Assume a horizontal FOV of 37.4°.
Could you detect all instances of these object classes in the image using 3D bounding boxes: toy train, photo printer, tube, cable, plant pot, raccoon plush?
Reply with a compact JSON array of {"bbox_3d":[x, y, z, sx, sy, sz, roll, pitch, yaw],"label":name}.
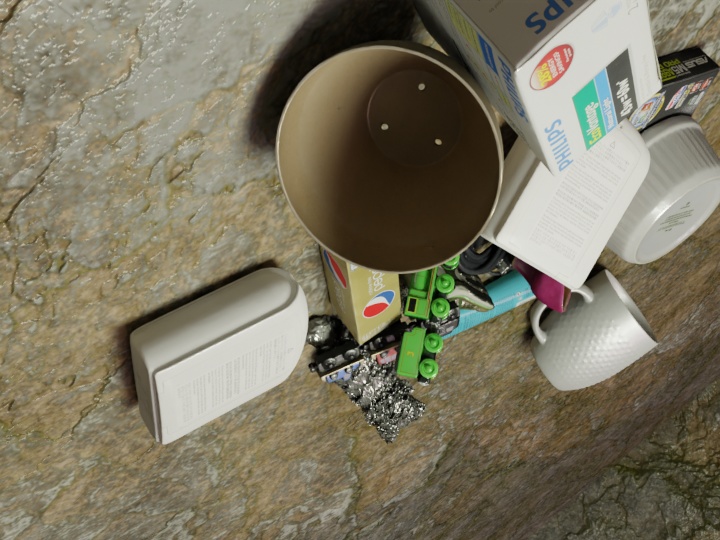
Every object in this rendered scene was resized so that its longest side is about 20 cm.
[{"bbox_3d":[0.080,0.033,1.251,0.042,0.055,0.204,66,34,-80],"label":"toy train"},{"bbox_3d":[0.031,0.088,1.283,0.197,0.034,0.046,-21,128,-11],"label":"toy train"},{"bbox_3d":[-0.145,0.087,1.143,0.198,0.070,0.168,-27,151,-23],"label":"photo printer"},{"bbox_3d":[0.173,0.051,1.515,0.198,0.051,0.078,-26,147,-13],"label":"tube"},{"bbox_3d":[0.195,-0.079,1.343,0.201,0.051,0.162,-49,144,13],"label":"cable"},{"bbox_3d":[0.038,-0.118,0.955,0.201,0.199,0.135,-54,-177,29],"label":"plant pot"},{"bbox_3d":[-0.002,0.145,1.338,0.097,0.135,0.199,-45,153,18],"label":"raccoon plush"},{"bbox_3d":[0.238,-0.099,1.228,0.165,0.069,0.202,25,97,-34],"label":"photo printer"}]

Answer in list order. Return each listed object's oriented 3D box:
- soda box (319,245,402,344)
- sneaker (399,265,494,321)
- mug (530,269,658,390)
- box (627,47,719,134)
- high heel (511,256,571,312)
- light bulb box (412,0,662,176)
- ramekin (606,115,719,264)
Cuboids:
[{"bbox_3d":[0.000,0.000,1.190,0.063,0.068,0.201,-31,152,-14],"label":"soda box"},{"bbox_3d":[0.098,0.030,1.372,0.088,0.078,0.199,-39,149,26],"label":"sneaker"},{"bbox_3d":[0.356,0.094,1.724,0.175,0.149,0.200,-38,124,16],"label":"mug"},{"bbox_3d":[0.358,-0.183,1.376,0.158,0.044,0.201,-21,149,-32],"label":"box"},{"bbox_3d":[0.274,-0.049,1.322,0.067,0.096,0.201,15,117,-52],"label":"high heel"},{"bbox_3d":[0.131,-0.218,0.865,0.124,0.201,0.198,-38,154,4],"label":"light bulb box"},{"bbox_3d":[0.392,-0.097,1.399,0.200,0.095,0.204,-30,152,-17],"label":"ramekin"}]
